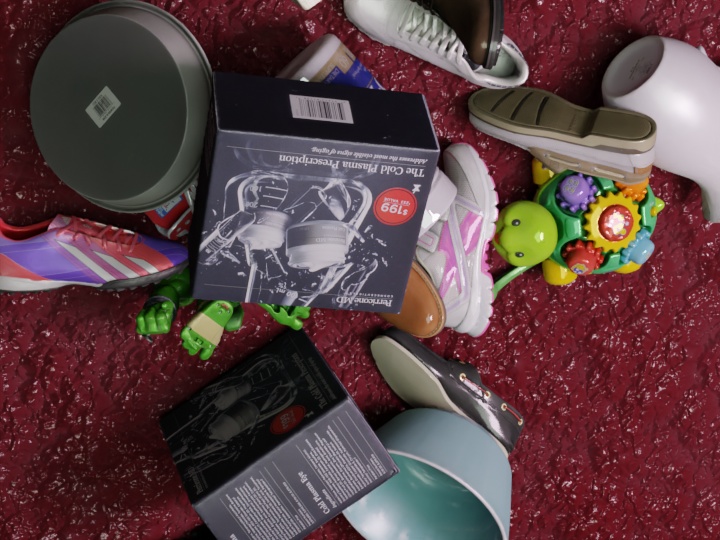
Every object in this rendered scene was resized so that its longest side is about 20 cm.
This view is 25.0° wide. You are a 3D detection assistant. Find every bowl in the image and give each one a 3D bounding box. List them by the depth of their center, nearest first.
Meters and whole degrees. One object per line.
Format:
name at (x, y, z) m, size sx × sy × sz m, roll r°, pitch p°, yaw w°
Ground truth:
bowl at (0.080, 0.221, 1.719) m, size 0.201 × 0.200 × 0.105 m, roll 51°, pitch 49°, yaw -23°

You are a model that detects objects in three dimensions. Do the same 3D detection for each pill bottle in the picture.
pill bottle at (-0.004, -0.121, 1.588) m, size 0.120 × 0.120 × 0.200 m, roll -44°, pitch 103°, yaw 2°

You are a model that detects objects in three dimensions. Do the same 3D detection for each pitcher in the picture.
pitcher at (0.355, -0.173, 1.700) m, size 0.200 × 0.121 × 0.172 m, roll 39°, pitch 70°, yaw -30°

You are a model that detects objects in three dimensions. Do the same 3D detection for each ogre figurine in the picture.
ogre figurine at (-0.126, 0.020, 1.617) m, size 0.200 × 0.120 × 0.098 m, roll -27°, pitch 117°, yaw -4°

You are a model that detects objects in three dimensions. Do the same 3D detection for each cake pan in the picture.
cake pan at (-0.228, -0.152, 1.515) m, size 0.200 × 0.037 × 0.201 m, roll 4°, pitch 99°, yaw 24°

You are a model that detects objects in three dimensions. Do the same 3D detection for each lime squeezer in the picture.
lime squeezer at (0.109, 0.002, 1.720) m, size 0.199 × 0.038 × 0.071 m, roll 7°, pitch 105°, yaw -17°

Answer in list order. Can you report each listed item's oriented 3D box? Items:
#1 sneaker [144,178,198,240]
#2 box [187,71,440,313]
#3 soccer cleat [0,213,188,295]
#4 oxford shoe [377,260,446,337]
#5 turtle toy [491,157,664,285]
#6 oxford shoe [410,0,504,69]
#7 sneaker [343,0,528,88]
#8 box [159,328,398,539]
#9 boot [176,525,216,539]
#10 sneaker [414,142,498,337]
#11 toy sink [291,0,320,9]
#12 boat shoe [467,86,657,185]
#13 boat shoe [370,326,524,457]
sneaker at (-0.147, -0.097, 1.539) m, size 0.112 × 0.071 × 0.200 m, roll -21°, pitch 155°, yaw -27°
box at (-0.047, -0.068, 1.470) m, size 0.199 × 0.104 × 0.183 m, roll 4°, pitch 126°, yaw -11°
soccer cleat at (-0.266, -0.021, 1.581) m, size 0.199 × 0.068 × 0.073 m, roll -3°, pitch 109°, yaw 0°
oxford shoe at (0.000, 0.000, 1.625) m, size 0.200 × 0.071 × 0.071 m, roll 42°, pitch 115°, yaw 7°
turtle toy at (0.228, -0.052, 1.693) m, size 0.199 × 0.101 × 0.146 m, roll -11°, pitch 103°, yaw -13°
oxford shoe at (0.085, -0.260, 1.551) m, size 0.084 × 0.200 × 0.073 m, roll -3°, pitch 133°, yaw -15°
sneaker at (0.078, -0.239, 1.611) m, size 0.200 × 0.081 × 0.077 m, roll 20°, pitch 103°, yaw -19°
box at (-0.086, 0.176, 1.626) m, size 0.182 × 0.200 × 0.104 m, roll -36°, pitch 115°, yaw -3°
boot at (-0.120, 0.343, 1.753) m, size 0.198 × 0.073 × 0.163 m, roll -26°, pitch 109°, yaw -5°
sneaker at (0.088, -0.033, 1.662) m, size 0.088 × 0.081 × 0.201 m, roll 2°, pitch 84°, yaw -13°
toy sink at (-0.076, -0.361, 1.502) m, size 0.112 × 0.130 × 0.200 m, roll -38°, pitch 112°, yaw -1°
boat shoe at (0.201, -0.133, 1.647) m, size 0.075 × 0.200 × 0.069 m, roll -52°, pitch 149°, yaw -40°
boat shoe at (0.093, 0.127, 1.746) m, size 0.201 × 0.074 × 0.063 m, roll 42°, pitch 60°, yaw -14°
